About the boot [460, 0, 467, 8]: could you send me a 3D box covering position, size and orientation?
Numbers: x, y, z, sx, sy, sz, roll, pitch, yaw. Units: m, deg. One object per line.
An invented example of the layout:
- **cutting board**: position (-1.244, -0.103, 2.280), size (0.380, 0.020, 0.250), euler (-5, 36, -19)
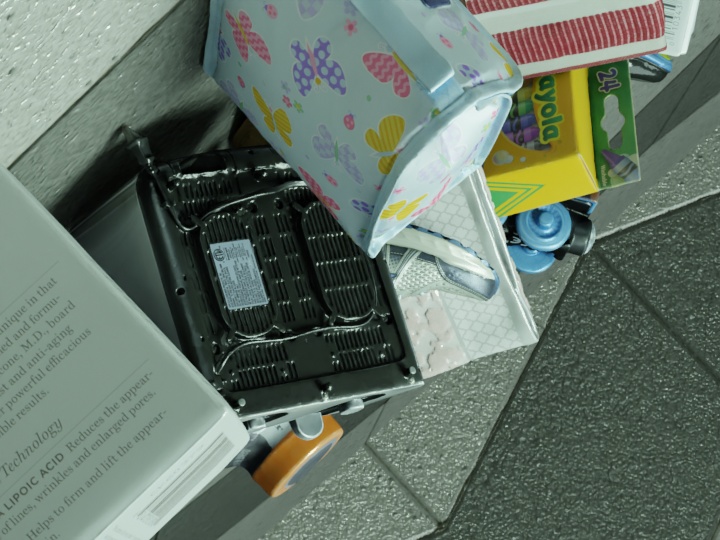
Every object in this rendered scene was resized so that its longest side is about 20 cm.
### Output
- **boot**: position (0.018, -0.109, 1.709), size (0.167, 0.072, 0.201), euler (-95, -155, -64)

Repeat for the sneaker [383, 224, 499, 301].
- **sneaker**: position (0.000, 0.000, 1.793), size (0.077, 0.199, 0.086), euler (-152, -103, -83)

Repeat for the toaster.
- **toaster**: position (-0.078, 0.012, 1.603), size (0.180, 0.201, 0.118), euler (-9, 167, -40)

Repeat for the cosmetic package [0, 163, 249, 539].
- **cosmetic package**: position (-0.191, 0.072, 1.409), size (0.165, 0.200, 0.165), euler (-43, 171, -5)

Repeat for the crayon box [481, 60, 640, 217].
- **crayon box**: position (0.107, -0.106, 1.899), size (0.199, 0.126, 0.052), euler (-14, 141, 17)

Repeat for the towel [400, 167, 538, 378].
- **towel**: position (0.017, -0.003, 1.867), size (0.190, 0.201, 0.032), euler (-17, -155, 11)

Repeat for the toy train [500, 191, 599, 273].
- **toy train**: position (0.101, -0.074, 2.042), size (0.087, 0.199, 0.115), euler (111, -7, -71)

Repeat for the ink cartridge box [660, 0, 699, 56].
- **ink cartridge box**: position (0.265, -0.278, 1.992), size (0.200, 0.043, 0.200), euler (-45, 147, -76)

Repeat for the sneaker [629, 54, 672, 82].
- **sneaker**: position (0.154, -0.162, 2.019), size (0.198, 0.071, 0.083), euler (-5, 118, -15)

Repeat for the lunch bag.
- **lunch bag**: position (0.003, -0.125, 1.469), size (0.127, 0.170, 0.200), euler (-40, 170, -14)

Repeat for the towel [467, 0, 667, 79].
- **towel**: position (0.142, -0.202, 1.784), size (0.143, 0.023, 0.200), euler (-10, 152, 8)

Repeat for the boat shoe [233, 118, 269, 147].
- **boat shoe**: position (-0.031, -0.118, 1.686), size (0.069, 0.071, 0.200), euler (-53, -171, -21)

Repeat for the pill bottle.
- **pill bottle**: position (-0.103, 0.067, 1.777), size (0.106, 0.200, 0.106), euler (-42, 171, -9)
